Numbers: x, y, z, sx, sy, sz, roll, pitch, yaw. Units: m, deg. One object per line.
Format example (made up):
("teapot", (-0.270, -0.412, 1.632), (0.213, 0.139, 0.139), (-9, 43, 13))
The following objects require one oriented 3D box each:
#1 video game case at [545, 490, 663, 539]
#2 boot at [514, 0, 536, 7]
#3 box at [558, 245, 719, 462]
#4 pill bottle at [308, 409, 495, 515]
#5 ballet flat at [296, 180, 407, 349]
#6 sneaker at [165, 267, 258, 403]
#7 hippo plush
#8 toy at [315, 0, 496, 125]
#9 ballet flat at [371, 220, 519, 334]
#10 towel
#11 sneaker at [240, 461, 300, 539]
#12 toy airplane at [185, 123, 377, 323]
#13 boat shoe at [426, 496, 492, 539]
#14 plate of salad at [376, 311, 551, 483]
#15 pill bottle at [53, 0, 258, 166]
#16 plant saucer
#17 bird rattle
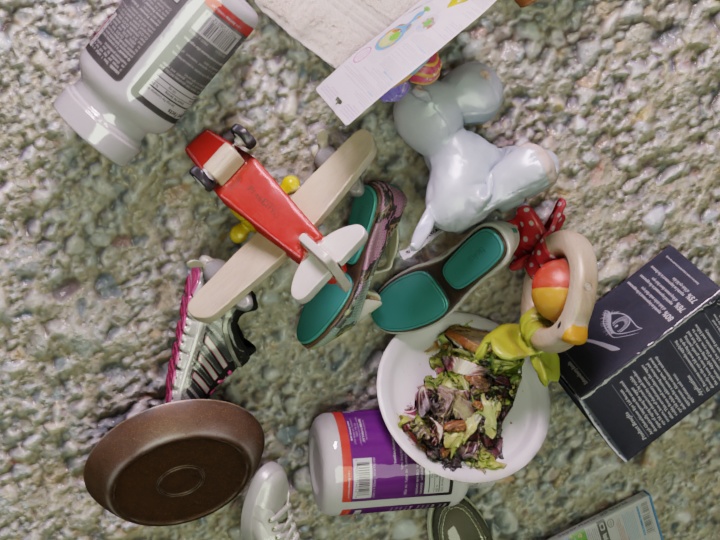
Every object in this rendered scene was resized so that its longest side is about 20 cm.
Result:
("video game case", (0.275, 0.366, 1.998), (0.199, 0.018, 0.144), (-24, 113, -12))
("boot", (0.196, -0.377, 1.700), (0.199, 0.074, 0.155), (-33, 112, 13))
("box", (0.318, 0.090, 1.853), (0.199, 0.148, 0.105), (-38, 114, 3))
("pill bottle", (0.046, 0.208, 1.850), (0.198, 0.113, 0.114), (-3, 110, -13))
("ballet flat", (0.000, 0.000, 1.796), (0.071, 0.069, 0.201), (13, 106, -37))
("sneaker", (-0.157, 0.097, 1.783), (0.087, 0.074, 0.202), (10, 104, -12))
("hippo plush", (0.096, -0.125, 1.750), (0.199, 0.159, 0.162), (-26, 87, -8))
("toy", (0.056, -0.215, 1.666), (0.200, 0.115, 0.047), (-42, 118, 3))
("ballet flat", (0.097, 0.008, 1.804), (0.069, 0.070, 0.200), (39, 126, -22))
("towel", (-0.011, -0.278, 1.705), (0.199, 0.035, 0.133), (34, 99, -22))
("sneaker", (-0.083, 0.306, 1.861), (0.084, 0.073, 0.202), (17, 121, 27))
("toy airplane", (-0.080, -0.047, 1.715), (0.198, 0.141, 0.201), (-2, 78, 2))
("boat shoe", (0.131, 0.350, 1.947), (0.072, 0.060, 0.203), (-21, 113, -6))
("plate of salad", (0.116, 0.131, 1.812), (0.198, 0.202, 0.048), (4, 152, -15))
("pill bottle", (-0.203, -0.209, 1.641), (0.116, 0.116, 0.200), (39, 97, -22))
("plant saucer", (-0.195, 0.214, 1.789), (0.198, 0.035, 0.201), (-13, 139, -11))
("bird rattle", (0.207, 0.019, 1.777), (0.112, 0.163, 0.202), (21, 77, -22))
